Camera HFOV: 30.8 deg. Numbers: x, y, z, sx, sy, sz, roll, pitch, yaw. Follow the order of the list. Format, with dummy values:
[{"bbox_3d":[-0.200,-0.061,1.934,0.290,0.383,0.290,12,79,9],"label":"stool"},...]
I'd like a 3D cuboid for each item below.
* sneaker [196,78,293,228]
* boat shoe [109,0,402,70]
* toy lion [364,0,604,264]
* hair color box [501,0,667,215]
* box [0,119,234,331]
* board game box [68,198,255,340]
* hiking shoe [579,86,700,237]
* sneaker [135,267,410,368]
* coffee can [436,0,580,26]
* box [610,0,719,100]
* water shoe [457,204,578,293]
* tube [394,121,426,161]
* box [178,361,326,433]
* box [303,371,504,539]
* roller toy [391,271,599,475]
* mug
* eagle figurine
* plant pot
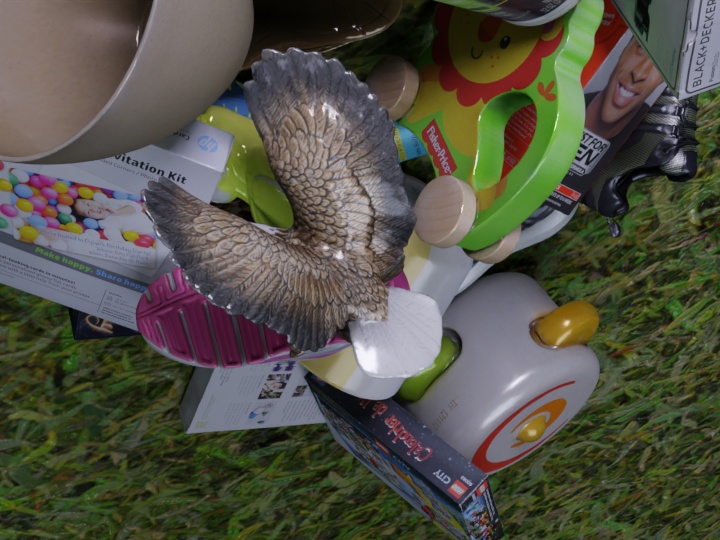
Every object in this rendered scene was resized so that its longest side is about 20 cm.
[{"bbox_3d":[-0.103,-0.108,0.944,0.200,0.105,0.076,34,139,-19],"label":"sneaker"},{"bbox_3d":[-0.071,-0.166,0.871,0.199,0.074,0.066,-5,-178,1],"label":"boat shoe"},{"bbox_3d":[0.096,-0.135,0.895,0.069,0.200,0.192,18,129,-39],"label":"toy lion"},{"bbox_3d":[0.177,-0.146,0.993,0.101,0.061,0.200,16,114,-53],"label":"hair color box"},{"bbox_3d":[-0.192,-0.047,0.921,0.156,0.041,0.200,21,137,-11],"label":"box"},{"bbox_3d":[-0.155,-0.019,1.039,0.135,0.035,0.200,-4,144,-21],"label":"board game box"},{"bbox_3d":[0.248,-0.123,1.056,0.200,0.101,0.076,-48,163,17],"label":"hiking shoe"},{"bbox_3d":[-0.067,0.036,0.960,0.199,0.082,0.088,0,168,-18],"label":"sneaker"},{"bbox_3d":[0.040,-0.237,0.777,0.200,0.147,0.146,6,136,-35],"label":"coffee can"},{"bbox_3d":[0.190,-0.221,0.835,0.060,0.200,0.117,-18,144,-7],"label":"box"},{"bbox_3d":[0.093,-0.040,1.152,0.200,0.072,0.079,-32,116,16],"label":"water shoe"},{"bbox_3d":[0.006,-0.104,1.026,0.199,0.050,0.078,-17,135,3],"label":"tube"},{"bbox_3d":[-0.062,0.097,1.257,0.200,0.036,0.144,0,139,-27],"label":"box"},{"bbox_3d":[0.042,0.173,1.215,0.038,0.200,0.137,-44,149,-16],"label":"box"},{"bbox_3d":[0.132,0.105,1.256,0.200,0.140,0.183,-31,154,-13],"label":"roller toy"},{"bbox_3d":[0.008,0.005,1.071,0.153,0.149,0.186,-51,166,21],"label":"mug"},{"bbox_3d":[-0.038,-0.019,0.839,0.151,0.152,0.200,-12,146,7],"label":"eagle figurine"},{"bbox_3d":[-0.141,-0.153,0.762,0.200,0.201,0.134,-42,154,25],"label":"plant pot"}]
